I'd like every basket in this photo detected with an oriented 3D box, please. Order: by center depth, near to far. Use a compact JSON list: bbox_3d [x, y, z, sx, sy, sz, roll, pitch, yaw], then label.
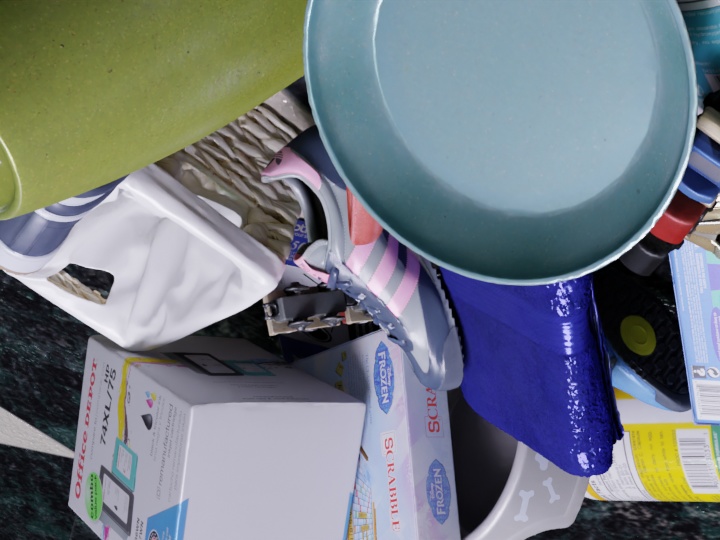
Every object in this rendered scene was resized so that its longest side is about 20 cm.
[{"bbox_3d":[-0.141,-0.043,0.955,0.135,0.124,0.199,36,144,-24],"label":"basket"}]

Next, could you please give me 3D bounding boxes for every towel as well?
[{"bbox_3d":[0.105,0.021,0.862,0.147,0.049,0.201,31,141,52],"label":"towel"}]

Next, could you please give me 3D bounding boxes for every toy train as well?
[{"bbox_3d":[0.162,-0.038,0.683,0.034,0.046,0.200,37,167,10],"label":"toy train"},{"bbox_3d":[0.008,0.021,0.962,0.199,0.034,0.046,-5,173,-40],"label":"toy train"}]

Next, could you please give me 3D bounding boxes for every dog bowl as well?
[{"bbox_3d":[0.087,0.129,1.012,0.058,0.202,0.200,16,154,-33],"label":"dog bowl"}]

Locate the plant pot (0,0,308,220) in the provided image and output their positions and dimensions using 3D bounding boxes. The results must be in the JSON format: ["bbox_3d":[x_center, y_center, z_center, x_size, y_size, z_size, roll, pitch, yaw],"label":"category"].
[{"bbox_3d":[-0.138,-0.122,0.678,0.186,0.200,0.188,27,144,22],"label":"plant pot"}]

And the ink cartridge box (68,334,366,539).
[{"bbox_3d":[-0.115,0.143,1.029,0.145,0.148,0.200,3,-171,-33],"label":"ink cartridge box"}]

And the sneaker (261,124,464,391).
[{"bbox_3d":[0.000,0.000,0.900,0.201,0.082,0.070,65,161,-4],"label":"sneaker"}]

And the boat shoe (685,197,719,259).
[{"bbox_3d":[0.202,-0.041,0.797,0.199,0.072,0.077,-9,110,38],"label":"boat shoe"}]

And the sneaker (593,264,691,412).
[{"bbox_3d":[0.149,0.034,0.945,0.200,0.066,0.079,37,142,-1],"label":"sneaker"}]

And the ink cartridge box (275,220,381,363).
[{"bbox_3d":[-0.019,0.040,1.089,0.093,0.044,0.201,14,148,13],"label":"ink cartridge box"}]

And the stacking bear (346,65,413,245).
[{"bbox_3d":[0.091,-0.091,0.748,0.198,0.122,0.114,-2,152,-3],"label":"stacking bear"}]

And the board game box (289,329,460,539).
[{"bbox_3d":[-0.002,0.158,1.028,0.041,0.202,0.199,5,164,-34],"label":"board game box"}]

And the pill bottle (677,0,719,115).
[{"bbox_3d":[0.167,-0.162,0.615,0.110,0.111,0.200,-6,140,35],"label":"pill bottle"}]

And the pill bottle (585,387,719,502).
[{"bbox_3d":[0.213,0.116,1.013,0.199,0.113,0.113,-7,140,35],"label":"pill bottle"}]

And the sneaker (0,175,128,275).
[{"bbox_3d":[-0.170,-0.101,0.826,0.070,0.201,0.108,27,138,-23],"label":"sneaker"}]

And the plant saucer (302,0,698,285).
[{"bbox_3d":[0.065,-0.091,0.633,0.199,0.036,0.202,14,120,26],"label":"plant saucer"}]

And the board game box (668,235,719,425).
[{"bbox_3d":[0.299,0.026,0.836,0.198,0.045,0.153,0,117,29],"label":"board game box"}]
